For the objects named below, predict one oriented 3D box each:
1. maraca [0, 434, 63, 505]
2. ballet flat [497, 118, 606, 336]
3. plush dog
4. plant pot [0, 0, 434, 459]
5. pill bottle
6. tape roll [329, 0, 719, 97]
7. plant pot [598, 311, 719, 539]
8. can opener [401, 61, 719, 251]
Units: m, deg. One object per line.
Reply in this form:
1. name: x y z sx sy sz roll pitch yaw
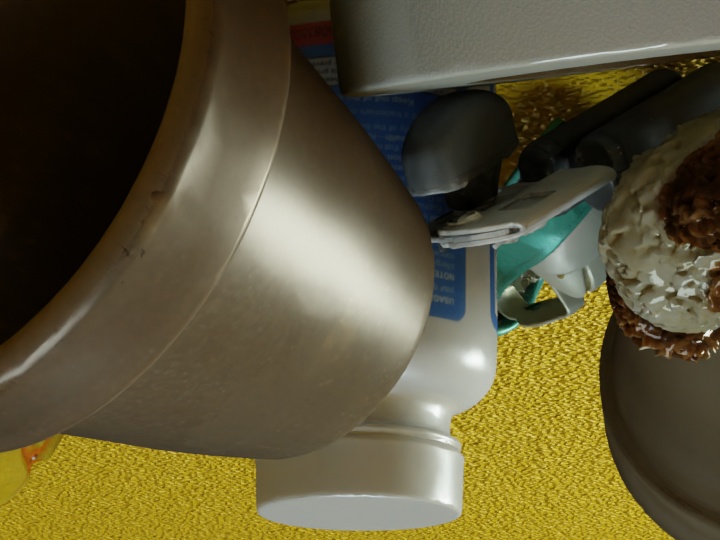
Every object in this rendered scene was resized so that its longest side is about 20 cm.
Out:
1. maraca: -0.186 0.056 0.794 0.200 0.107 0.137 -29 -173 -40
2. ballet flat: 0.088 -0.014 1.033 0.070 0.067 0.200 42 160 2
3. plush dog: 0.173 -0.027 0.810 0.171 0.161 0.200 -13 160 -9
4. plant pot: -0.069 -0.014 0.723 0.200 0.201 0.175 -15 147 36
5. pill bottle: 0.000 0.000 0.876 0.112 0.200 0.112 1 163 0
6. tape roll: 0.088 -0.090 0.763 0.202 0.037 0.203 -7 -177 0
7. plant pot: 0.200 0.017 0.991 0.200 0.200 0.174 -4 145 12
8. can opener: 0.086 -0.057 0.859 0.053 0.067 0.200 -4 -162 39
